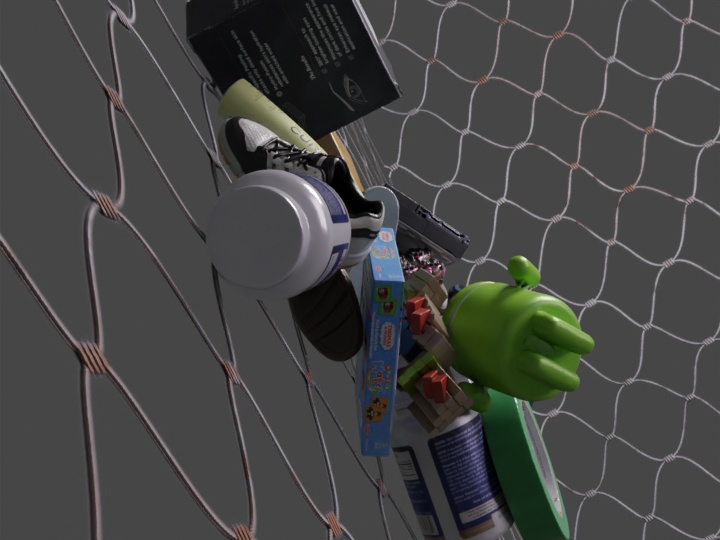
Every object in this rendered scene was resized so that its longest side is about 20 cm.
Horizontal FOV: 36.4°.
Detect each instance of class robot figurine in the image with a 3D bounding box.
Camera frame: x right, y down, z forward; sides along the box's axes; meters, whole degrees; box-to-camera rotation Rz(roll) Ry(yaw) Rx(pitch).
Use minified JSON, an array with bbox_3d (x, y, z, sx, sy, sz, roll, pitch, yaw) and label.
[{"bbox_3d":[0.166,0.077,1.220,0.115,0.178,0.199,24,-4,-29],"label":"robot figurine"}]

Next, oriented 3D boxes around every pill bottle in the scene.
[{"bbox_3d":[-0.073,-0.032,0.966,0.112,0.110,0.200,64,7,0],"label":"pill bottle"},{"bbox_3d":[0.097,0.216,1.275,0.111,0.110,0.203,-18,89,-83],"label":"pill bottle"}]

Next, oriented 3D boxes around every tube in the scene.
[{"bbox_3d":[-0.071,-0.138,1.240,0.199,0.052,0.058,39,50,6],"label":"tube"}]

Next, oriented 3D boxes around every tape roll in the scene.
[{"bbox_3d":[0.198,0.232,1.323,0.200,0.048,0.203,-20,91,-79],"label":"tape roll"}]

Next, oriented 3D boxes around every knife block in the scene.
[{"bbox_3d":[-0.038,-0.138,1.741,0.201,0.063,0.177,56,11,-50],"label":"knife block"}]

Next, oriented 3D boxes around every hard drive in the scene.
[{"bbox_3d":[0.069,-0.055,1.514,0.139,0.038,0.200,33,-8,-4],"label":"hard drive"}]

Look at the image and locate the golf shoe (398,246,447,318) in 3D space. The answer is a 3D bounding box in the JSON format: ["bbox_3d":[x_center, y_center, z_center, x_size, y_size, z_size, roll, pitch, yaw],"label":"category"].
[{"bbox_3d":[0.066,0.023,1.398,0.200,0.071,0.094,-112,-166,-77],"label":"golf shoe"}]

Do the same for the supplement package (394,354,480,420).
[{"bbox_3d":[0.111,0.203,1.442,0.122,0.119,0.202,55,11,-53],"label":"supplement package"}]

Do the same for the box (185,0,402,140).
[{"bbox_3d":[-0.082,-0.271,1.343,0.198,0.198,0.118,59,9,-36],"label":"box"}]

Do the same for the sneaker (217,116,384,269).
[{"bbox_3d":[-0.054,-0.098,1.104,0.200,0.088,0.076,42,43,3],"label":"sneaker"}]

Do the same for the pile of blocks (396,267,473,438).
[{"bbox_3d":[0.060,0.078,1.187,0.062,0.081,0.202,51,22,-47],"label":"pile of blocks"}]

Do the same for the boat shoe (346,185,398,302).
[{"bbox_3d":[0.000,0.000,1.359,0.091,0.070,0.203,162,-58,-71],"label":"boat shoe"}]

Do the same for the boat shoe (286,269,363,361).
[{"bbox_3d":[-0.055,0.002,1.169,0.076,0.071,0.202,118,-53,-85],"label":"boat shoe"}]

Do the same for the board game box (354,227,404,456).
[{"bbox_3d":[0.018,0.074,1.190,0.152,0.036,0.203,-98,-168,-67],"label":"board game box"}]

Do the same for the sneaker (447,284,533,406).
[{"bbox_3d":[0.174,0.105,1.465,0.202,0.072,0.082,62,6,-18],"label":"sneaker"}]
